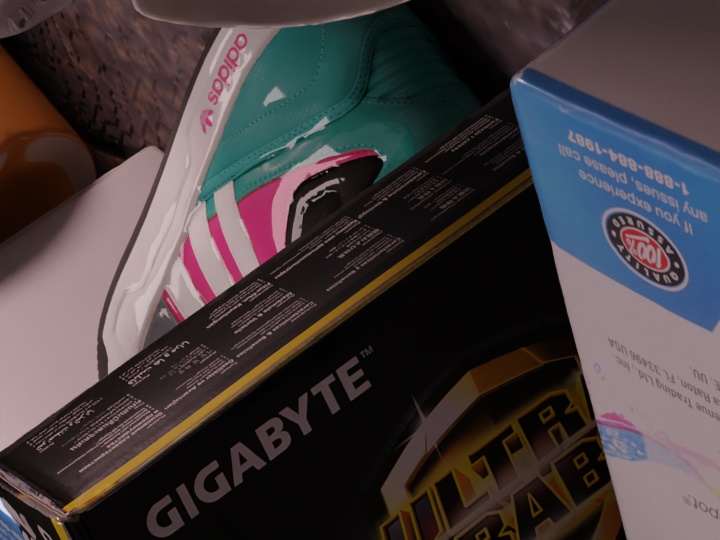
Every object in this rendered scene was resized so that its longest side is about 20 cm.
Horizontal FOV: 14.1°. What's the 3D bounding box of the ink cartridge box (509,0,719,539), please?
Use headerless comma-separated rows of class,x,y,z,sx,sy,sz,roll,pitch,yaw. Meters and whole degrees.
ink cartridge box,0.125,0.037,0.603,0.144,0.085,0.201,28,146,40

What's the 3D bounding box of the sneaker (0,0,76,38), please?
sneaker,-0.064,-0.120,0.749,0.075,0.115,0.200,54,160,0

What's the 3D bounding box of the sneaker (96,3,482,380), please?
sneaker,-0.003,0.017,0.844,0.121,0.083,0.201,46,138,27

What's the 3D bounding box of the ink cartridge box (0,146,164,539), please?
ink cartridge box,-0.068,0.094,1.055,0.147,0.144,0.201,35,152,41

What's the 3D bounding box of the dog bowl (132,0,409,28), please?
dog bowl,-0.042,-0.143,0.618,0.199,0.059,0.201,11,141,9

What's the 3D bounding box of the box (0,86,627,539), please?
box,0.031,0.058,0.693,0.049,0.200,0.160,24,144,55

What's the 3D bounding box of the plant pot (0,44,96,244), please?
plant pot,-0.206,-0.046,1.095,0.183,0.200,0.201,35,154,22
